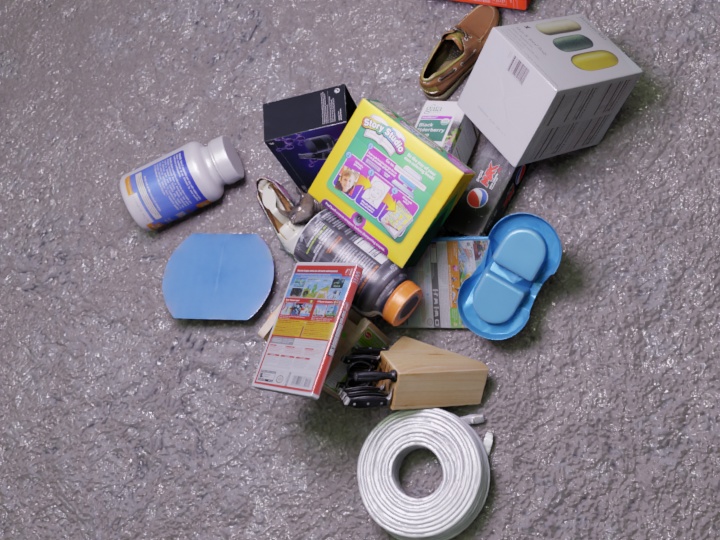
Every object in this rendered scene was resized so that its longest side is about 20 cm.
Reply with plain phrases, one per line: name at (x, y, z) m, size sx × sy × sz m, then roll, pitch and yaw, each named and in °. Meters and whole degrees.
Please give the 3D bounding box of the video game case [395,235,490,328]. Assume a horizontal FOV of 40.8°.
video game case at (0.147, 0.019, 1.512) m, size 0.199 × 0.018 × 0.144 m, roll -1°, pitch 99°, yaw 18°

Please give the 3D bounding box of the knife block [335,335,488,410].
knife block at (0.070, 0.167, 1.426) m, size 0.199 × 0.176 × 0.064 m, roll 18°, pitch 114°, yaw 17°

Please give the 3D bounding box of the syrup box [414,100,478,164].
syrup box at (0.119, -0.176, 1.553) m, size 0.078 × 0.082 × 0.201 m, roll 7°, pitch 57°, yaw 27°

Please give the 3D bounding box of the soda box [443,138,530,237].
soda box at (0.210, -0.136, 1.552) m, size 0.071 × 0.063 × 0.201 m, roll 25°, pitch 81°, yaw 23°

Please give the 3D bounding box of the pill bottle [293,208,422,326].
pill bottle at (0.000, 0.000, 1.497) m, size 0.200 × 0.106 × 0.106 m, roll 39°, pitch 86°, yaw 20°

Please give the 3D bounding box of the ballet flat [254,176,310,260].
ballet flat at (-0.125, -0.082, 1.638) m, size 0.069 × 0.071 × 0.200 m, roll -40°, pitch 65°, yaw 9°

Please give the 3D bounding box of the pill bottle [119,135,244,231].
pill bottle at (-0.310, -0.158, 1.702) m, size 0.199 × 0.112 × 0.112 m, roll -24°, pitch 66°, yaw 9°

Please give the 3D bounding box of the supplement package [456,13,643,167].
supplement package at (0.287, -0.279, 1.478) m, size 0.199 × 0.151 × 0.152 m, roll -18°, pitch 58°, yaw -35°

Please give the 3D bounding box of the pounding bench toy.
pounding bench toy at (-0.072, 0.090, 1.491) m, size 0.156 × 0.200 × 0.124 m, roll 37°, pitch 86°, yaw 24°

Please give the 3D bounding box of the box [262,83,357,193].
box at (-0.059, -0.206, 1.585) m, size 0.140 × 0.200 × 0.079 m, roll -9°, pitch 64°, yaw 15°

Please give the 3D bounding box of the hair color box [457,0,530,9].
hair color box at (0.205, -0.515, 1.671) m, size 0.199 × 0.061 × 0.102 m, roll 13°, pitch 55°, yaw 22°

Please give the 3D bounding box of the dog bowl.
dog bowl at (0.225, 0.006, 1.450) m, size 0.111 × 0.050 × 0.201 m, roll 30°, pitch 107°, yaw 10°

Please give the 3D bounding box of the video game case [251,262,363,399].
video game case at (-0.077, 0.082, 1.394) m, size 0.143 × 0.017 × 0.201 m, roll 1°, pitch 67°, yaw 49°

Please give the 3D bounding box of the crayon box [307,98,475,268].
crayon box at (0.044, -0.132, 1.457) m, size 0.200 × 0.058 × 0.173 m, roll 40°, pitch 109°, yaw 19°

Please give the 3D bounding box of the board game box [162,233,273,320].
board game box at (-0.239, 0.016, 1.662) m, size 0.199 × 0.039 × 0.159 m, roll 1°, pitch 67°, yaw 13°

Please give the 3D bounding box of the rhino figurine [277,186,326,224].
rhino figurine at (-0.038, -0.105, 1.604) m, size 0.199 × 0.060 × 0.088 m, roll -3°, pitch 57°, yaw 0°

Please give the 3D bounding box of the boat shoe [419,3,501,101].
boat shoe at (0.172, -0.380, 1.646) m, size 0.072 × 0.068 × 0.200 m, roll 29°, pitch 81°, yaw 27°

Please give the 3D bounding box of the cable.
cable at (0.093, 0.303, 1.436) m, size 0.199 × 0.069 × 0.201 m, roll 0°, pitch 72°, yaw 18°
